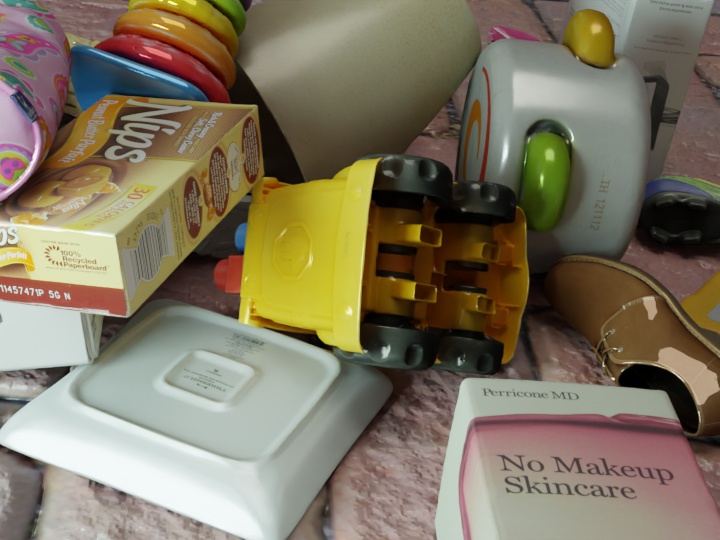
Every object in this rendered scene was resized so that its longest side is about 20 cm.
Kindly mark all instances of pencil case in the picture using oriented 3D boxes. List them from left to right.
[{"bbox_3d":[-0.221,-0.107,0.797,0.086,0.088,0.200,4,22,-7],"label":"pencil case"}]

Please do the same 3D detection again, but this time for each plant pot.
[{"bbox_3d":[-0.006,-0.163,1.094,0.199,0.188,0.187,-33,41,-12],"label":"plant pot"}]

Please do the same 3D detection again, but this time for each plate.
[{"bbox_3d":[-0.099,0.081,0.867,0.197,0.033,0.200,16,29,17],"label":"plate"}]

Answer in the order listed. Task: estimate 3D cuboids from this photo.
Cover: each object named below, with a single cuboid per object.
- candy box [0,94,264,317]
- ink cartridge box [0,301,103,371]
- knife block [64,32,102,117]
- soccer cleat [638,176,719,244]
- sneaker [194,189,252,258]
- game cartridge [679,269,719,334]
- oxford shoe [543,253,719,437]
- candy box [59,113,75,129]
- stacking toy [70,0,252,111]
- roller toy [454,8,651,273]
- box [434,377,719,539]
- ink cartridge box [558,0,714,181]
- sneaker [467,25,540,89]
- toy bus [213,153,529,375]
[{"bbox_3d":[-0.149,-0.047,0.816,0.114,0.056,0.200,7,29,18],"label":"candy box"},{"bbox_3d":[-0.274,0.001,0.884,0.197,0.085,0.145,-4,28,-4],"label":"ink cartridge box"},{"bbox_3d":[-0.187,-0.150,1.126,0.198,0.065,0.175,18,7,33],"label":"knife block"},{"bbox_3d":[0.341,-0.050,1.178,0.198,0.065,0.084,9,26,3],"label":"soccer cleat"},{"bbox_3d":[-0.159,-0.065,1.021,0.199,0.077,0.081,19,30,-47],"label":"sneaker"},{"bbox_3d":[0.336,0.054,1.023,0.175,0.033,0.199,24,32,28],"label":"game cartridge"},{"bbox_3d":[0.194,0.050,0.959,0.071,0.072,0.200,-19,39,-30],"label":"oxford shoe"},{"bbox_3d":[-0.273,-0.081,1.086,0.198,0.062,0.136,16,30,16],"label":"candy box"},{"bbox_3d":[-0.121,-0.191,0.969,0.109,0.116,0.202,19,71,5],"label":"stacking toy"},{"bbox_3d":[0.157,-0.091,1.078,0.138,0.183,0.202,6,60,-6],"label":"roller toy"},{"bbox_3d":[0.116,0.158,0.698,0.126,0.110,0.201,4,29,-6],"label":"box"},{"bbox_3d":[0.243,-0.186,1.258,0.084,0.202,0.146,5,28,-15],"label":"ink cartridge box"},{"bbox_3d":[0.148,-0.137,1.279,0.080,0.089,0.202,12,48,-18],"label":"sneaker"},{"bbox_3d":[0.000,0.000,0.942,0.190,0.138,0.199,0,-6,39],"label":"toy bus"}]
